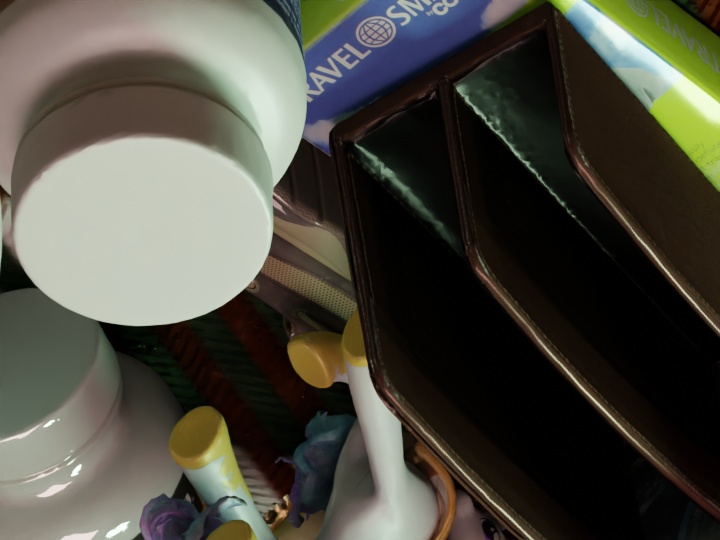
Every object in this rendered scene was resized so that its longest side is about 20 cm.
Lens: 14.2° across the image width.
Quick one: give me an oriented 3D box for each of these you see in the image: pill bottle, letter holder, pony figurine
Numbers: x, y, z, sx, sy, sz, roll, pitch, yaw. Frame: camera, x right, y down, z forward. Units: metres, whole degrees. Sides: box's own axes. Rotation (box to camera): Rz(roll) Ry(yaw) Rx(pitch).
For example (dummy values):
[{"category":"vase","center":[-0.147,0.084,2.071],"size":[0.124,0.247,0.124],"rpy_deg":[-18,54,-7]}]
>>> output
[{"category":"pill bottle","center":[-0.113,0.103,1.208],"size":[0.111,0.112,0.200],"rpy_deg":[-15,134,9]},{"category":"letter holder","center":[0.090,0.028,1.066],"size":[0.100,0.143,0.200],"rpy_deg":[-29,132,21]},{"category":"pill bottle","center":[-0.075,-0.081,0.966],"size":[0.110,0.201,0.111],"rpy_deg":[-3,135,-3]},{"category":"pony figurine","center":[-0.008,0.127,1.127],"size":[0.166,0.194,0.200],"rpy_deg":[20,159,37]}]

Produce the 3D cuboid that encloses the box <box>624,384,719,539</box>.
[{"category":"box","center":[0.173,0.146,1.155],"size":[0.117,0.197,0.200],"rpy_deg":[45,148,-19]}]

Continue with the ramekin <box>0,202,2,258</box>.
[{"category":"ramekin","center":[-0.234,-0.016,1.031],"size":[0.199,0.098,0.202],"rpy_deg":[-3,99,-19]}]

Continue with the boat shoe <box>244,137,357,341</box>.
[{"category":"boat shoe","center":[0.000,0.000,1.155],"size":[0.073,0.075,0.200],"rpy_deg":[-27,125,36]}]

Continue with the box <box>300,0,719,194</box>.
[{"category":"box","center":[0.050,-0.076,1.092],"size":[0.200,0.048,0.122],"rpy_deg":[32,123,-32]}]

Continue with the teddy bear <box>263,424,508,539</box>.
[{"category":"teddy bear","center":[0.039,0.131,1.278],"size":[0.199,0.067,0.145],"rpy_deg":[20,108,-34]}]
